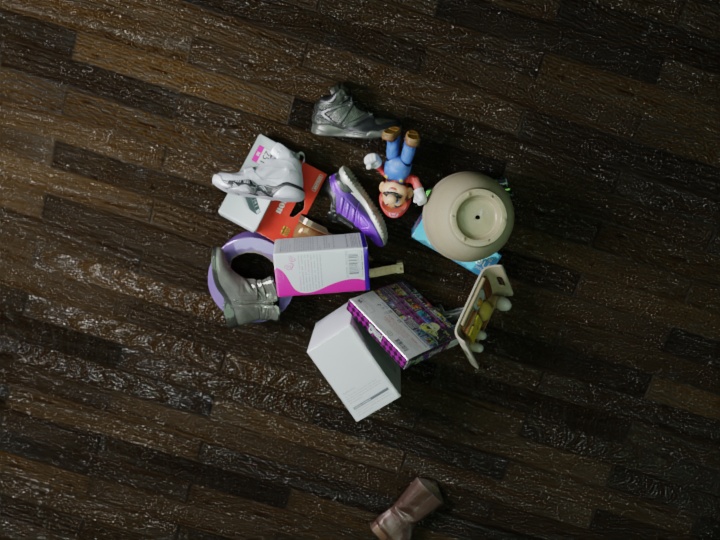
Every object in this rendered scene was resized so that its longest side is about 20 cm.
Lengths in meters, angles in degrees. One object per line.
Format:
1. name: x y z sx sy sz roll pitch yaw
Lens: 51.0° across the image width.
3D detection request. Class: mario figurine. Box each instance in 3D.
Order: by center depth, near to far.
1. mario figurine: 0.078 -0.199 1.633 0.106 0.123 0.200 -19 130 -30

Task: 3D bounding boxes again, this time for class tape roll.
1. tape roll: -0.244 0.013 1.742 0.199 0.085 0.201 0 104 2

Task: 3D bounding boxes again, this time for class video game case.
1. video game case: 0.097 0.113 1.665 0.200 0.181 0.036 44 133 28

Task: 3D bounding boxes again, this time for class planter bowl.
1. planter bowl: 0.238 -0.113 1.606 0.200 0.135 0.201 0 94 -2

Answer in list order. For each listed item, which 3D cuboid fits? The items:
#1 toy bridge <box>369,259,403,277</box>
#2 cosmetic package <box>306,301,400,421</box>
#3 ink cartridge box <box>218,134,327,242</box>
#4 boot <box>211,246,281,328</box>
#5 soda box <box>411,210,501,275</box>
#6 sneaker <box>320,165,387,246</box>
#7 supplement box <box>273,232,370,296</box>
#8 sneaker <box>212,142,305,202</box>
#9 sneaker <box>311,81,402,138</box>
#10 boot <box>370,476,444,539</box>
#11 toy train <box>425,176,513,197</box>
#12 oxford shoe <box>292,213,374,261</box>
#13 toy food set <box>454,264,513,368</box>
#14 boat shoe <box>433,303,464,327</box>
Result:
1. toy bridge: 0.000 0.000 1.736 0.199 0.067 0.027 -3 104 3
2. cosmetic package: -0.011 0.198 1.718 0.123 0.199 0.200 -31 101 10
3. ink cartridge box: -0.193 -0.174 1.680 0.173 0.044 0.200 27 83 -4
4. boot: -0.250 0.028 1.677 0.130 0.068 0.201 -13 111 1
5. soda box: 0.216 -0.062 1.713 0.200 0.064 0.068 29 104 -6
6. sneaker: -0.019 -0.129 1.709 0.099 0.070 0.200 -31 97 17
7. supplement box: -0.084 -0.014 1.635 0.199 0.103 0.101 -4 112 -4
8. sneaker: -0.213 -0.215 1.623 0.199 0.075 0.115 7 84 -11
9. sneaker: -0.007 -0.347 1.643 0.199 0.076 0.115 6 111 6
10. boot: 0.154 0.633 1.899 0.186 0.064 0.200 42 98 -10
11. toy train: 0.242 -0.172 1.697 0.199 0.042 0.057 -8 93 4
12. oxford shoe: -0.063 -0.056 1.712 0.200 0.071 0.071 25 99 -17
13. toy food set: 0.281 0.103 1.677 0.060 0.144 0.200 17 69 29
14. boat shoe: 0.185 0.112 1.763 0.199 0.072 0.071 -5 96 -7
